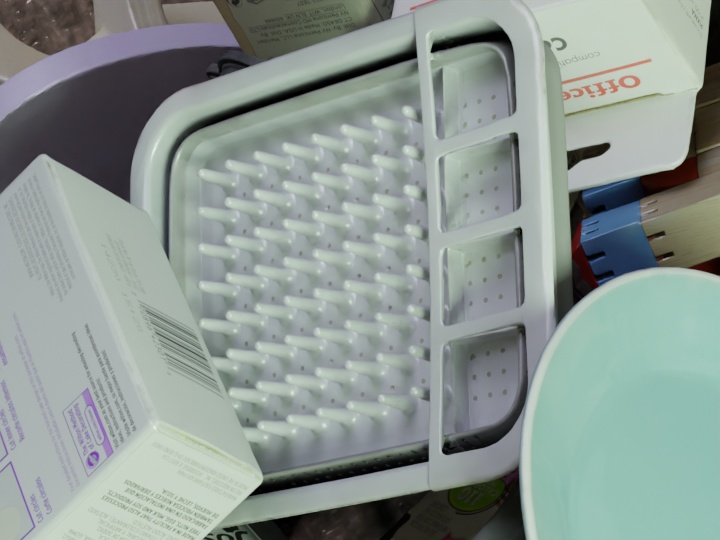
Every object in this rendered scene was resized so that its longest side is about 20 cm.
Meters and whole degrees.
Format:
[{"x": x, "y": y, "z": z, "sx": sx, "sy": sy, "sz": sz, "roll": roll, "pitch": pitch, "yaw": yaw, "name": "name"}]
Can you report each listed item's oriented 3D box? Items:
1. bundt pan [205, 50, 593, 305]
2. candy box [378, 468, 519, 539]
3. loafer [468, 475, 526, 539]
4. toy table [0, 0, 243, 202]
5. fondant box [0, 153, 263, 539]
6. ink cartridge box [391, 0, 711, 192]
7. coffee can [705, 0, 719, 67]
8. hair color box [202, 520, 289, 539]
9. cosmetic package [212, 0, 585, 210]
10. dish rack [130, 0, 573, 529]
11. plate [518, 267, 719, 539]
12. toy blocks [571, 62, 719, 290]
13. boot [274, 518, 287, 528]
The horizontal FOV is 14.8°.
[{"x": 0.000, "y": 0.000, "z": 1.137, "sx": 0.202, "sy": 0.202, "sz": 0.076, "roll": 21, "pitch": 71, "yaw": 52, "name": "bundt pan"}, {"x": 0.088, "y": 0.109, "z": 1.040, "sx": 0.200, "sy": 0.061, "sz": 0.136, "roll": -43, "pitch": 34, "yaw": -18, "name": "candy box"}, {"x": 0.084, "y": 0.092, "z": 0.962, "sx": 0.070, "sy": 0.075, "sz": 0.200, "roll": 27, "pitch": 56, "yaw": 14, "name": "loafer"}, {"x": -0.109, "y": -0.081, "z": 1.287, "sx": 0.117, "sy": 0.200, "sz": 0.184, "roll": 54, "pitch": 127, "yaw": 41, "name": "toy table"}, {"x": -0.140, "y": 0.078, "z": 0.986, "sx": 0.200, "sy": 0.058, "sz": 0.144, "roll": -43, "pitch": 45, "yaw": 17, "name": "fondant box"}, {"x": 0.081, "y": -0.125, "z": 1.151, "sx": 0.116, "sy": 0.068, "sz": 0.200, "roll": -14, "pitch": 48, "yaw": 28, "name": "ink cartridge box"}, {"x": 0.172, "y": -0.212, "z": 1.334, "sx": 0.146, "sy": 0.146, "sz": 0.200, "roll": 9, "pitch": 49, "yaw": 46, "name": "coffee can"}, {"x": -0.054, "y": 0.142, "z": 0.995, "sx": 0.200, "sy": 0.101, "sz": 0.061, "roll": 44, "pitch": 120, "yaw": 46, "name": "hair color box"}, {"x": 0.021, "y": -0.087, "z": 1.238, "sx": 0.073, "sy": 0.200, "sz": 0.104, "roll": -6, "pitch": 38, "yaw": 33, "name": "cosmetic package"}, {"x": 0.000, "y": 0.002, "z": 0.989, "sx": 0.200, "sy": 0.044, "sz": 0.172, "roll": -14, "pitch": 71, "yaw": 39, "name": "dish rack"}, {"x": 0.120, "y": 0.096, "z": 0.916, "sx": 0.026, "sy": 0.200, "sz": 0.200, "roll": -27, "pitch": 26, "yaw": 44, "name": "plate"}, {"x": 0.154, "y": -0.038, "z": 1.151, "sx": 0.137, "sy": 0.100, "sz": 0.200, "roll": -20, "pitch": 20, "yaw": 14, "name": "toy blocks"}, {"x": -0.085, "y": 0.053, "z": 1.252, "sx": 0.162, "sy": 0.073, "sz": 0.198, "roll": 2, "pitch": 31, "yaw": 29, "name": "boot"}]
